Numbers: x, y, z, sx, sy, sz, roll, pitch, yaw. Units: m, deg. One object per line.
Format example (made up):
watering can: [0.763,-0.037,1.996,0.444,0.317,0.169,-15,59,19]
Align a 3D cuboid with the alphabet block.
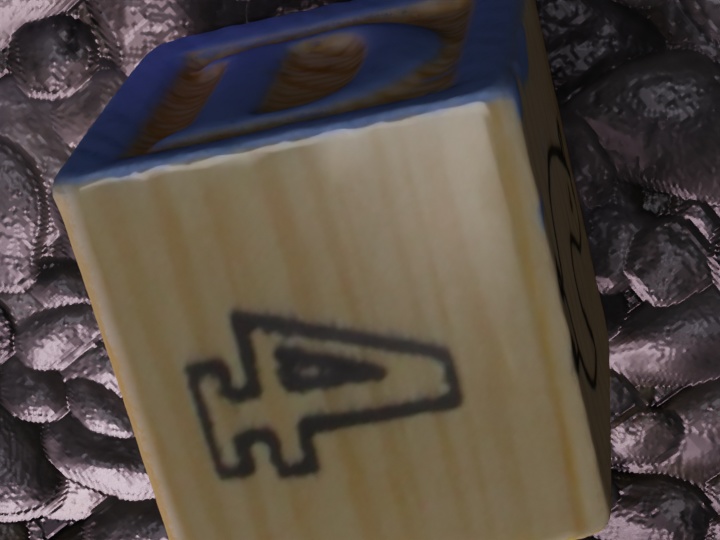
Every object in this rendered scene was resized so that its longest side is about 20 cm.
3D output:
alphabet block: [0.000,0.000,0.809,0.195,0.196,0.202,-10,113,13]
